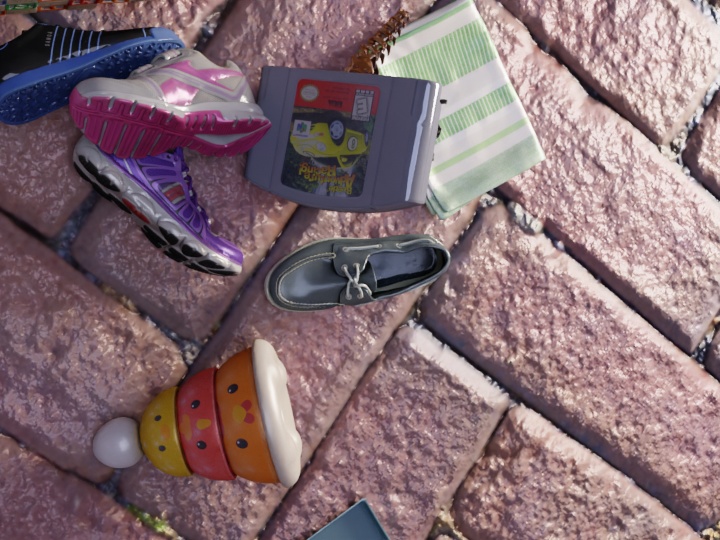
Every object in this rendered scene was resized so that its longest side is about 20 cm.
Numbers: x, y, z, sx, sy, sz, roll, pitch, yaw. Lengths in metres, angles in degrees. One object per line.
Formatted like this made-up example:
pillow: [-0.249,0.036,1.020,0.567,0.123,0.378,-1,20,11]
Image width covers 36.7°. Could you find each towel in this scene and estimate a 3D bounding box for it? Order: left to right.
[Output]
towel: [0.100,-0.176,1.164,0.152,0.023,0.201,-30,102,-15]

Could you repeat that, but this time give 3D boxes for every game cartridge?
game cartridge: [-0.022,-0.125,1.052,0.041,0.198,0.135,1,98,-61]

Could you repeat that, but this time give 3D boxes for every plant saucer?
plant saucer: [-0.061,0.324,1.146,0.199,0.019,0.070,-34,103,-14]

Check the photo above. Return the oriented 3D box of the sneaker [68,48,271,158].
sneaker: [-0.183,-0.161,1.019,0.199,0.081,0.089,-1,62,-42]

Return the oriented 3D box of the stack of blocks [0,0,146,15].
stack of blocks: [-0.255,-0.277,0.991,0.198,0.115,0.059,-9,96,-18]

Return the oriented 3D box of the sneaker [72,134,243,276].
sneaker: [-0.182,-0.072,1.052,0.200,0.080,0.084,45,69,-18]

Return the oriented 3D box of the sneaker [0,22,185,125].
sneaker: [-0.265,-0.203,1.018,0.199,0.070,0.078,-23,65,-32]

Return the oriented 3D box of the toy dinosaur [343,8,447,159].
toy dinosaur: [0.009,-0.157,1.092,0.135,0.102,0.202,21,118,14]

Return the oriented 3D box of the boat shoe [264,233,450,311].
boat shoe: [0.000,0.000,1.121,0.198,0.062,0.074,-10,97,-17]

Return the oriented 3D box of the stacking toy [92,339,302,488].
stacking toy: [-0.163,0.158,1.060,0.198,0.146,0.148,-14,98,0]
